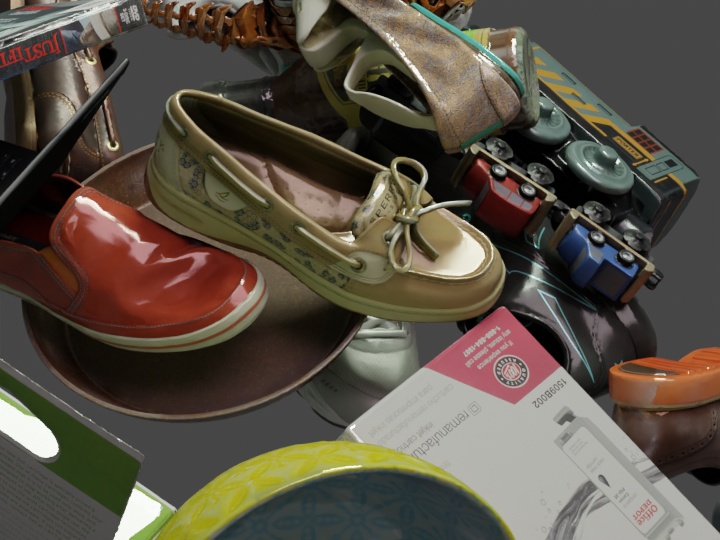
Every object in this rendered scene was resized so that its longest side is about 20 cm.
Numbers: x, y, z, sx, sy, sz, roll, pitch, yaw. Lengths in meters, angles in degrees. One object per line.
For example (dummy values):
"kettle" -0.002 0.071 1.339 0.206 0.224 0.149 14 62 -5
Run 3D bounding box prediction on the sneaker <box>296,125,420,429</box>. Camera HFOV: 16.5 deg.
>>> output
"sneaker" 0.000 0.000 1.395 0.075 0.092 0.200 5 47 -20

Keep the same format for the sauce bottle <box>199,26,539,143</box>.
"sauce bottle" 0.004 -0.102 1.468 0.199 0.065 0.065 -7 43 11

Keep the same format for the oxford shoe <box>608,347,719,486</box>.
"oxford shoe" 0.212 0.085 1.433 0.200 0.073 0.071 -4 8 -42

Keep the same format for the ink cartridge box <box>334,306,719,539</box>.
"ink cartridge box" 0.086 0.139 1.276 0.200 0.083 0.146 46 47 9

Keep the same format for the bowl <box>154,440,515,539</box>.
"bowl" -0.030 0.157 1.178 0.199 0.201 0.108 0 23 -23

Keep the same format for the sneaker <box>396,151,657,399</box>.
"sneaker" 0.083 0.000 1.444 0.079 0.076 0.200 -30 63 -38

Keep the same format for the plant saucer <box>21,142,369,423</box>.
"plant saucer" -0.084 0.008 1.350 0.200 0.035 0.201 -5 50 6

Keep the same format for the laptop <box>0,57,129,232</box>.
"laptop" -0.233 -0.039 1.243 0.200 0.103 0.177 19 52 27

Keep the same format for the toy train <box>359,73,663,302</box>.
"toy train" 0.084 -0.044 1.408 0.200 0.034 0.046 34 40 1

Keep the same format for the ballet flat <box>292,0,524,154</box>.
"ballet flat" 0.005 -0.131 1.389 0.067 0.068 0.200 -45 54 -5

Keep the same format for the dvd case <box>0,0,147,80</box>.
"dvd case" -0.230 -0.104 1.312 0.200 0.146 0.022 -26 106 -30

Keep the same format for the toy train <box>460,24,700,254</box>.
"toy train" 0.115 -0.078 1.536 0.200 0.085 0.114 42 34 22

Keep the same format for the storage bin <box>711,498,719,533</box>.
"storage bin" 0.285 0.172 1.330 0.200 0.146 0.134 -13 26 -32

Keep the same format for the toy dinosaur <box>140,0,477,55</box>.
"toy dinosaur" -0.029 -0.177 1.496 0.199 0.102 0.136 -13 95 -31

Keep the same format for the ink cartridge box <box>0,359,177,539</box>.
"ink cartridge box" -0.160 0.093 1.155 0.148 0.200 0.076 33 44 10

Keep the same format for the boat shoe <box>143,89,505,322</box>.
"boat shoe" -0.016 -0.033 1.295 0.199 0.063 0.073 19 47 0

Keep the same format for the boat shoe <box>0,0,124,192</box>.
"boat shoe" -0.178 -0.123 1.460 0.070 0.070 0.201 -1 56 -14

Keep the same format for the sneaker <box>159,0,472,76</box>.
"sneaker" -0.029 -0.156 1.566 0.199 0.075 0.089 7 56 -7

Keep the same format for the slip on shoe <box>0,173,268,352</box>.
"slip on shoe" -0.142 -0.010 1.315 0.199 0.061 0.074 19 55 23
